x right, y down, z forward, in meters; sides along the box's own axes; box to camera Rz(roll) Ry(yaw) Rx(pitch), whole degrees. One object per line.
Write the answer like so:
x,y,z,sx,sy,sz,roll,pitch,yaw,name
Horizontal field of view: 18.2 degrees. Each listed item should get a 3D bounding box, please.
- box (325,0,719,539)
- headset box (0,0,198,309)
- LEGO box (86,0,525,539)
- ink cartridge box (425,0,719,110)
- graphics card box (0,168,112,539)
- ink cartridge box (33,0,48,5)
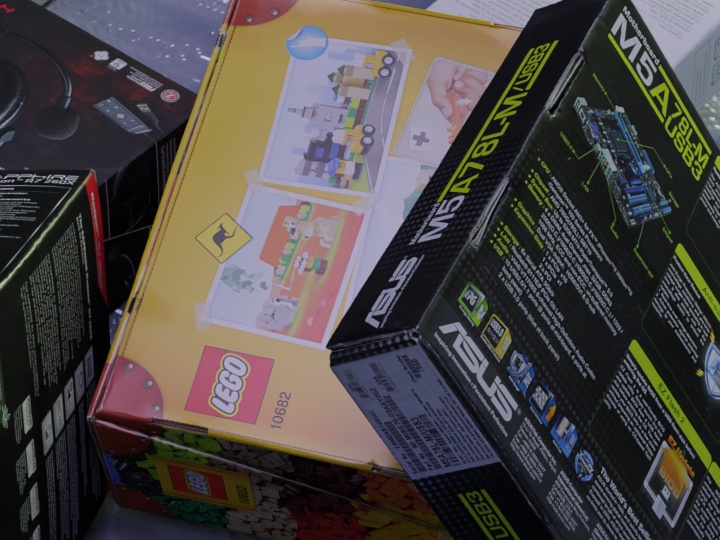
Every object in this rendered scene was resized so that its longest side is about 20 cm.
0.091,0.035,0.786,0.047,0.201,0.194,-16,31,38,box
-0.178,-0.023,0.901,0.148,0.078,0.200,30,49,25,headset box
0.000,0.000,0.850,0.148,0.077,0.201,11,61,10,LEGO box
0.064,-0.069,0.977,0.109,0.051,0.200,33,60,26,ink cartridge box
-0.128,0.053,0.743,0.050,0.127,0.200,1,20,6,graphics card box
-0.199,-0.192,0.981,0.083,0.201,0.144,29,50,24,ink cartridge box
